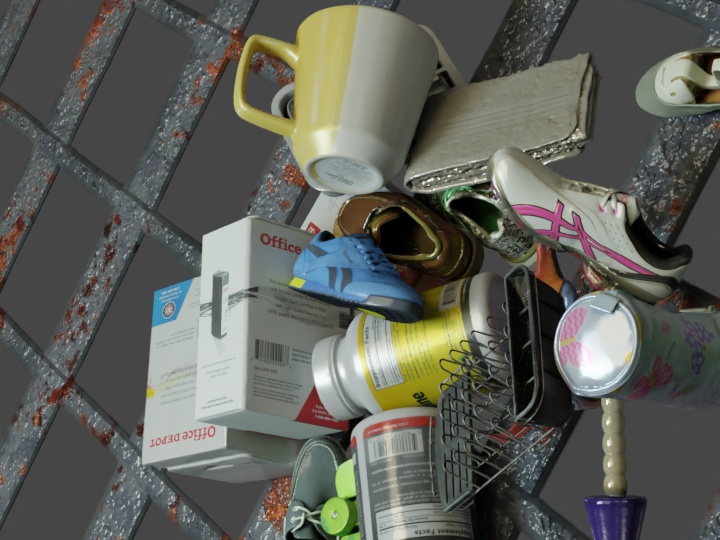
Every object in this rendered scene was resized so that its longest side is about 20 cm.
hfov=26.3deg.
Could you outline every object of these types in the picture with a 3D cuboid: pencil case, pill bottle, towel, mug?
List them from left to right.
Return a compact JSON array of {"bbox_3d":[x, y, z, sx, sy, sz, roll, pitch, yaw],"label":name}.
[{"bbox_3d":[-0.021,-0.164,1.574,0.185,0.150,0.154,1,65,21],"label":"mug"},{"bbox_3d":[0.055,0.242,1.477,0.115,0.116,0.201,-25,59,36],"label":"pill bottle"},{"bbox_3d":[0.058,0.081,1.509,0.199,0.112,0.113,-18,62,24],"label":"pill bottle"},{"bbox_3d":[0.143,-0.146,1.540,0.199,0.035,0.133,-11,42,27],"label":"towel"},{"bbox_3d":[0.247,0.068,1.296,0.083,0.199,0.091,40,111,38],"label":"pencil case"}]

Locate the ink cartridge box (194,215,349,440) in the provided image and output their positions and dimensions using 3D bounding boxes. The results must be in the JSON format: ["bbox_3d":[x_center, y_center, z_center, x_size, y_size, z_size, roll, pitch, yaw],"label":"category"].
[{"bbox_3d":[-0.087,0.061,1.585,0.083,0.144,0.201,-16,66,45],"label":"ink cartridge box"}]

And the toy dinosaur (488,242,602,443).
[{"bbox_3d":[0.184,0.038,1.411,0.104,0.200,0.183,-3,104,28],"label":"toy dinosaur"}]

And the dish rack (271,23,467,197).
[{"bbox_3d":[0.016,-0.167,1.671,0.199,0.044,0.172,-26,53,-2],"label":"dish rack"}]

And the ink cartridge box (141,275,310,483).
[{"bbox_3d":[-0.135,0.120,1.687,0.147,0.144,0.201,-16,64,43],"label":"ink cartridge box"}]

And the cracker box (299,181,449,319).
[{"bbox_3d":[0.017,-0.020,1.654,0.200,0.058,0.134,39,103,46],"label":"cracker box"}]

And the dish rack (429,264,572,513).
[{"bbox_3d":[0.109,0.110,1.339,0.200,0.054,0.154,-47,30,40],"label":"dish rack"}]

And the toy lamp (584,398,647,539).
[{"bbox_3d":[0.224,0.149,1.372,0.058,0.058,0.202,-8,81,42],"label":"toy lamp"}]

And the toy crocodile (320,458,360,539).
[{"bbox_3d":[0.005,0.287,1.544,0.062,0.067,0.201,-23,60,36],"label":"toy crocodile"}]

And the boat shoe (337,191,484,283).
[{"bbox_3d":[0.037,-0.044,1.554,0.199,0.068,0.072,19,91,47],"label":"boat shoe"}]

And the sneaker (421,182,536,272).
[{"bbox_3d":[0.113,-0.072,1.556,0.200,0.088,0.077,36,101,46],"label":"sneaker"}]

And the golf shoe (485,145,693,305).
[{"bbox_3d":[0.201,-0.050,1.356,0.092,0.200,0.073,-48,6,35],"label":"golf shoe"}]

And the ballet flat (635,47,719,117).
[{"bbox_3d":[0.323,-0.179,1.407,0.199,0.064,0.068,6,79,46],"label":"ballet flat"}]

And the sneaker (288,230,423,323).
[{"bbox_3d":[0.000,0.000,1.483,0.200,0.066,0.079,16,81,57],"label":"sneaker"}]

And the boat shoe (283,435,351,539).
[{"bbox_3d":[-0.044,0.269,1.586,0.072,0.062,0.202,3,80,8],"label":"boat shoe"}]
